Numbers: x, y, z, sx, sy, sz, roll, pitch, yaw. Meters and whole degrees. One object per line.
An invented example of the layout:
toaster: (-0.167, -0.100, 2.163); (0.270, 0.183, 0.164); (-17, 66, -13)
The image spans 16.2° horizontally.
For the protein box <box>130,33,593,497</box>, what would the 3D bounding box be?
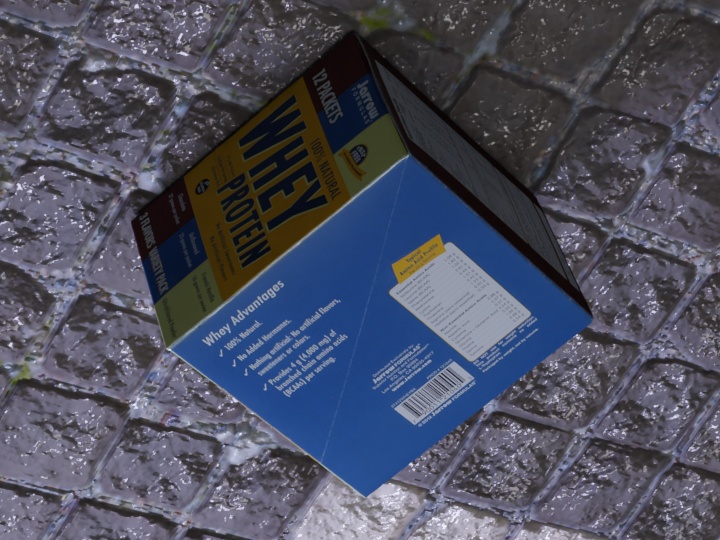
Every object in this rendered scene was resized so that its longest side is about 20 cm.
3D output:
protein box: (0.000, 0.000, 1.617); (0.198, 0.135, 0.200); (-39, 128, 15)
